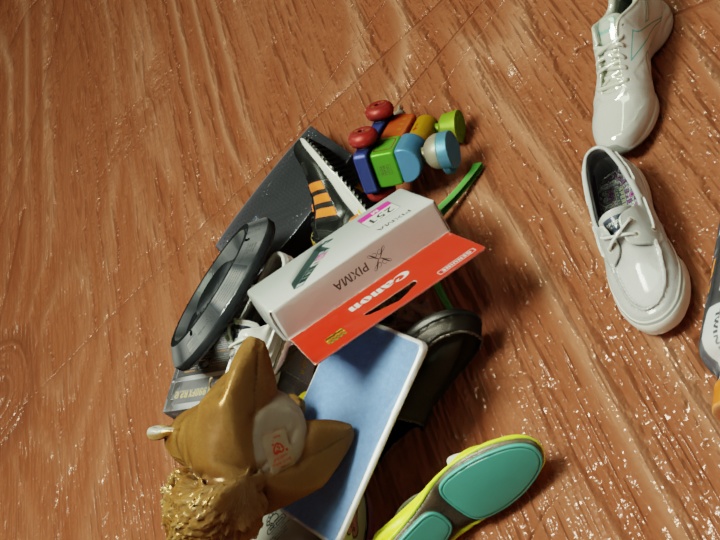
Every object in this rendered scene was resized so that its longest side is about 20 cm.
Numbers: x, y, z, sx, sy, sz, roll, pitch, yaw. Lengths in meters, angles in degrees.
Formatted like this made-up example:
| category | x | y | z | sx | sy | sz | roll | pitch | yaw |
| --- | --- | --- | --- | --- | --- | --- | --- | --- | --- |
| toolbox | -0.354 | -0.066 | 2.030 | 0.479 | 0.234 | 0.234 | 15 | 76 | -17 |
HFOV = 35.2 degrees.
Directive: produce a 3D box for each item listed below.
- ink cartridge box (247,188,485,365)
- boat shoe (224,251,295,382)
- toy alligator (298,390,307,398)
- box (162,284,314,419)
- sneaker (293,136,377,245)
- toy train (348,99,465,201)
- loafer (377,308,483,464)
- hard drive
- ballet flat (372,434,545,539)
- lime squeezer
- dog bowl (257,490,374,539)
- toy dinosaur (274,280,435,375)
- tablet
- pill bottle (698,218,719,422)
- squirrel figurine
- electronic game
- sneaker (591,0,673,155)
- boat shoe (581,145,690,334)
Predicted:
| category | x | y | z | sx | sy | sz | roll | pitch | yaw |
| --- | --- | --- | --- | --- | --- | --- | --- | --- | --- |
| ink cartridge box | 0.000 | 0.000 | 1.104 | 0.200 | 0.044 | 0.174 | -34 | 19 | -10 |
| boat shoe | -0.117 | 0.074 | 1.239 | 0.073 | 0.065 | 0.200 | 2 | 63 | 46 |
| toy alligator | -0.036 | 0.138 | 1.186 | 0.200 | 0.059 | 0.054 | -41 | 39 | 16 |
| box | -0.133 | 0.095 | 1.333 | 0.200 | 0.048 | 0.159 | -14 | 53 | 40 |
| sneaker | -0.037 | -0.072 | 1.315 | 0.090 | 0.070 | 0.200 | -48 | 57 | 14 |
| toy train | 0.070 | -0.162 | 1.307 | 0.115 | 0.085 | 0.200 | -7 | 30 | 23 |
| loafer | 0.054 | 0.122 | 1.103 | 0.200 | 0.073 | 0.071 | -50 | 42 | 18 |
| hard drive | -0.089 | -0.078 | 1.428 | 0.200 | 0.042 | 0.135 | -52 | 37 | 1 |
| ballet flat | 0.079 | 0.204 | 1.014 | 0.200 | 0.067 | 0.067 | -45 | 17 | 14 |
| lime squeezer | 0.088 | -0.026 | 1.214 | 0.070 | 0.038 | 0.200 | 3 | 58 | 13 |
| dog bowl | -0.070 | 0.262 | 1.115 | 0.200 | 0.074 | 0.201 | -28 | 44 | 31 |
| toy dinosaur | -0.011 | 0.054 | 1.167 | 0.200 | 0.086 | 0.136 | -25 | 21 | 2 |
| tablet | -0.017 | 0.144 | 1.062 | 0.130 | 0.014 | 0.200 | 19 | 83 | 51 |
| pill bottle | 0.317 | 0.023 | 0.860 | 0.106 | 0.106 | 0.200 | -7 | 56 | 44 |
| squirrel figurine | -0.134 | 0.178 | 1.041 | 0.186 | 0.141 | 0.200 | -12 | 46 | 52 |
| electronic game | -0.156 | 0.026 | 1.294 | 0.200 | 0.042 | 0.200 | -53 | 14 | 19 |
| sneaker | 0.256 | -0.206 | 1.130 | 0.070 | 0.080 | 0.201 | -10 | 56 | 41 |
| boat shoe | 0.240 | -0.034 | 1.018 | 0.072 | 0.068 | 0.200 | -27 | 44 | 31 |
